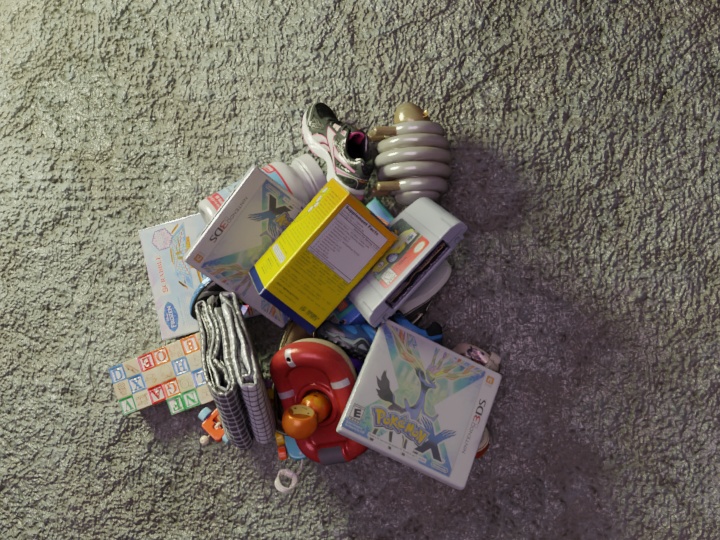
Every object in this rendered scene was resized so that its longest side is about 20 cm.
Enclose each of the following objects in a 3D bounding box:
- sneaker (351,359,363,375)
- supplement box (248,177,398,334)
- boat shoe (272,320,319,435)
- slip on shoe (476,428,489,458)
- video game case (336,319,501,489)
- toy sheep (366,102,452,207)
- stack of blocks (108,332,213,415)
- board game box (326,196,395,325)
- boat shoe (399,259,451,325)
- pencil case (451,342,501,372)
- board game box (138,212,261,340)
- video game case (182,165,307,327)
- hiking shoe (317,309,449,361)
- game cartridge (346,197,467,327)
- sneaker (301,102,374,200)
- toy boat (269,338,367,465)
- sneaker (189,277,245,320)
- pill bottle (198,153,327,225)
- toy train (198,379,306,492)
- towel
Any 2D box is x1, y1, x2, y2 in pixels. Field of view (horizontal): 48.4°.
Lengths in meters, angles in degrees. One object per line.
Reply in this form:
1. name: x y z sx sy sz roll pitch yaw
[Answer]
1. sneaker: -0.021 0.200 1.298 0.069 0.100 0.201 -5 86 9
2. supplement box: -0.059 -0.024 1.219 0.109 0.110 0.200 41 94 -25
3. boat shoe: -0.102 0.163 1.306 0.075 0.075 0.203 5 68 2
4. slip on shoe: 0.111 0.273 1.288 0.200 0.061 0.074 -3 51 22
5. video game case: 0.089 0.192 1.166 0.200 0.022 0.183 26 66 -4
6. toy sheep: 0.083 -0.170 1.285 0.138 0.138 0.201 -3 90 11
7. stack of blocks: -0.318 0.187 1.382 0.200 0.059 0.115 -21 83 9
8. board game box: 0.000 0.000 1.307 0.200 0.045 0.152 -42 55 7
9. boat shoe: 0.072 0.056 1.309 0.200 0.064 0.071 -40 46 9
10. pencil case: 0.135 0.201 1.242 0.089 0.078 0.200 12 55 51
11. board game box: -0.267 0.001 1.390 0.199 0.041 0.201 -14 84 9
12. video game case: -0.146 -0.034 1.265 0.200 0.022 0.182 37 89 -26
13. hiking shoe: 0.033 0.100 1.246 0.200 0.074 0.087 16 75 -8
14. game cartridge: 0.059 -0.019 1.209 0.200 0.133 0.041 -47 119 2
15. sneaker: -0.025 -0.208 1.304 0.086 0.080 0.200 -53 54 38
16. toy boat: -0.071 0.204 1.186 0.130 0.131 0.200 -16 97 27
17. sneaker: -0.193 0.029 1.317 0.199 0.071 0.083 -29 77 2
18. pill bottle: -0.155 -0.110 1.318 0.200 0.109 0.109 -31 81 -15
19. toy train: -0.162 0.271 1.334 0.200 0.056 0.150 35 73 13
20. towel: -0.198 0.153 1.227 0.085 0.166 0.200 -17 48 -8
